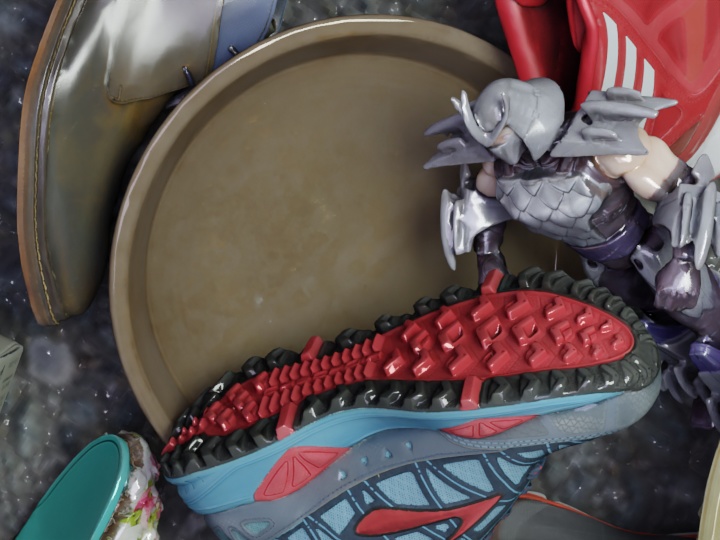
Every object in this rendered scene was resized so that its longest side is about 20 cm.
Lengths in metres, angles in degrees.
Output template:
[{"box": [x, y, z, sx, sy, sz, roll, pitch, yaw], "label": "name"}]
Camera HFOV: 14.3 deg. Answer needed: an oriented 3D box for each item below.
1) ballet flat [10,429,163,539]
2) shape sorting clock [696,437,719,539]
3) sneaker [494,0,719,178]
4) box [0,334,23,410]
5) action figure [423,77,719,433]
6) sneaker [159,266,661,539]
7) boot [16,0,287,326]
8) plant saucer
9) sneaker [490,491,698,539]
[{"box": [-0.127, 0.153, 1.129, 0.064, 0.076, 0.200, 31, 100, -32], "label": "ballet flat"}, {"box": [0.184, 0.096, 1.067, 0.039, 0.199, 0.201, 6, 96, 40], "label": "shape sorting clock"}, {"box": [0.119, -0.133, 1.062, 0.078, 0.115, 0.201, 17, 95, 41], "label": "sneaker"}, {"box": [-0.206, 0.109, 1.118, 0.082, 0.068, 0.201, 20, 94, 0], "label": "box"}, {"box": [0.098, -0.006, 1.047, 0.200, 0.130, 0.070, 43, 73, -34], "label": "action figure"}, {"box": [0.030, 0.064, 1.043, 0.199, 0.079, 0.096, -15, 121, 32], "label": "sneaker"}, {"box": [-0.076, -0.074, 1.099, 0.096, 0.075, 0.201, 6, 92, 4], "label": "boot"}, {"box": [0.000, 0.000, 1.101, 0.199, 0.029, 0.201, -3, 104, -14], "label": "plant saucer"}, {"box": [0.081, 0.128, 1.105, 0.199, 0.082, 0.078, 0, 94, 1], "label": "sneaker"}]
